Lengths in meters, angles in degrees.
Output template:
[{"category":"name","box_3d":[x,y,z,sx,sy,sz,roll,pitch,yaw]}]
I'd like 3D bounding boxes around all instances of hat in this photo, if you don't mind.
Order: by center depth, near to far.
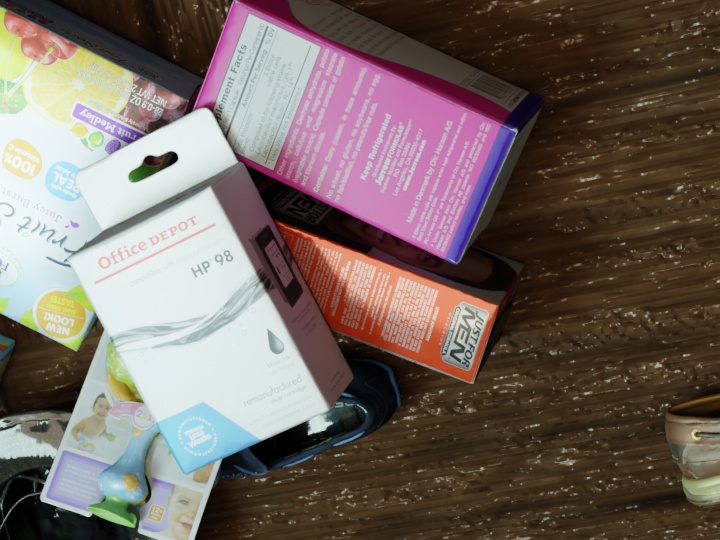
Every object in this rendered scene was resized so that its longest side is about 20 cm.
[{"category":"hat","box_3d":[-0.207,0.184,1.622,0.199,0.081,0.203,2,105,6]}]

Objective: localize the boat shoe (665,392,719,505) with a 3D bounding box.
[{"category":"boat shoe","box_3d":[0.289,0.087,1.474,0.199,0.072,0.068,-23,100,21]}]

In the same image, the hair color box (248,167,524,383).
[{"category":"hair color box","box_3d":[0.000,0.000,1.509,0.199,0.102,0.062,21,110,7]}]

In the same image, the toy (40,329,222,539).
[{"category":"toy","box_3d":[-0.136,0.073,1.537,0.114,0.047,0.202,15,79,17]}]

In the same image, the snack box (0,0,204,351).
[{"category":"snack box","box_3d":[-0.222,-0.073,1.557,0.168,0.068,0.201,25,111,-1]}]

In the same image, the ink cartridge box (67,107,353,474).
[{"category":"ink cartridge box","box_3d":[-0.104,0.013,1.451,0.115,0.067,0.201,-25,99,21]}]

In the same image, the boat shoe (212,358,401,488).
[{"category":"boat shoe","box_3d":[-0.073,0.101,1.571,0.199,0.069,0.085,-22,99,21]}]

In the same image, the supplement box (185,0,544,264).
[{"category":"supplement box","box_3d":[0.003,-0.100,1.481,0.199,0.101,0.104,27,110,7]}]

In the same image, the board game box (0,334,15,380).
[{"category":"board game box","box_3d":[-0.339,0.129,1.629,0.104,0.103,0.201,25,110,6]}]
